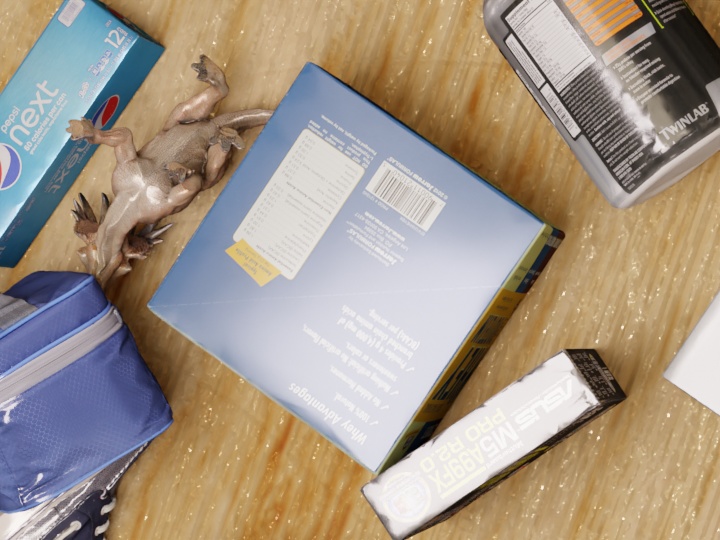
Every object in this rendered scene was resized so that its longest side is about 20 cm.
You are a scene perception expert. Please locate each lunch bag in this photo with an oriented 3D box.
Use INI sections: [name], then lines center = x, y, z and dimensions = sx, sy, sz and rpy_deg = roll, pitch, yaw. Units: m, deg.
[lunch bag]
center = -0.228, 0.069, 1.552
dimensions = 0.136, 0.200, 0.133
rpy_deg = -30, 103, -20

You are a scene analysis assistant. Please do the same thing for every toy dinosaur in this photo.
[toy dinosaur]
center = -0.136, -0.067, 1.623
dimensions = 0.200, 0.136, 0.086
rpy_deg = -33, 70, -22

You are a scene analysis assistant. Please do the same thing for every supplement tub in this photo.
[supplement tub]
center = 0.166, -0.153, 1.548
dimensions = 0.122, 0.123, 0.200
rpy_deg = -35, 82, 8

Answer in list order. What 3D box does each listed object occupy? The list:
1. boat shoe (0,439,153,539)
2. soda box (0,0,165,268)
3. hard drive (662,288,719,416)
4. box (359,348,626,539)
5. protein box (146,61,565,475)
[boat shoe]
center = -0.203, 0.176, 1.647
dimensions = 0.200, 0.075, 0.093
rpy_deg = -38, 109, -2
[soda box]
center = -0.229, -0.101, 1.654
dimensions = 0.064, 0.068, 0.200
rpy_deg = 37, 95, 11
[hard drive]
center = 0.316, 0.026, 1.560
dimensions = 0.132, 0.027, 0.200
rpy_deg = 34, 95, 11
[box]
center = 0.092, 0.113, 1.514
dimensions = 0.160, 0.200, 0.044
rpy_deg = -34, 82, 8
[protein box]
center = 0.000, 0.000, 1.569
dimensions = 0.198, 0.135, 0.200
rpy_deg = 35, 95, 10
